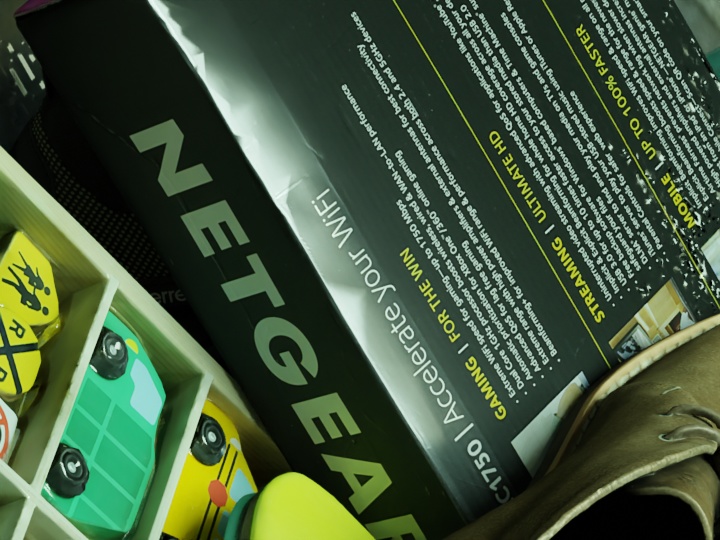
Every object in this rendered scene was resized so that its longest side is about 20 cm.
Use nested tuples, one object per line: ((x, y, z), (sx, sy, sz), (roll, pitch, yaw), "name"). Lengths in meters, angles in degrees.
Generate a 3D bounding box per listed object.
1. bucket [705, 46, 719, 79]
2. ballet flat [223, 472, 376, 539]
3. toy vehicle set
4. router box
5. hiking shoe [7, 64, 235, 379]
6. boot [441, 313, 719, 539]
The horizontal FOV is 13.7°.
((0.170, 0.005, 1.018), (0.207, 0.134, 0.208), (25, 56, -43), "bucket")
((0.024, 0.137, 0.683), (0.067, 0.067, 0.201), (-44, 125, -62), "ballet flat")
((-0.078, 0.082, 0.624), (0.124, 0.026, 0.201), (46, 42, -29), "toy vehicle set")
((0.027, -0.018, 0.722), (0.149, 0.051, 0.201), (-41, 106, -39), "router box")
((0.000, 0.000, 0.771), (0.199, 0.101, 0.076), (14, 34, -13), "hiking shoe")
((0.071, 0.057, 0.655), (0.200, 0.075, 0.074), (-33, 86, -41), "boot")
